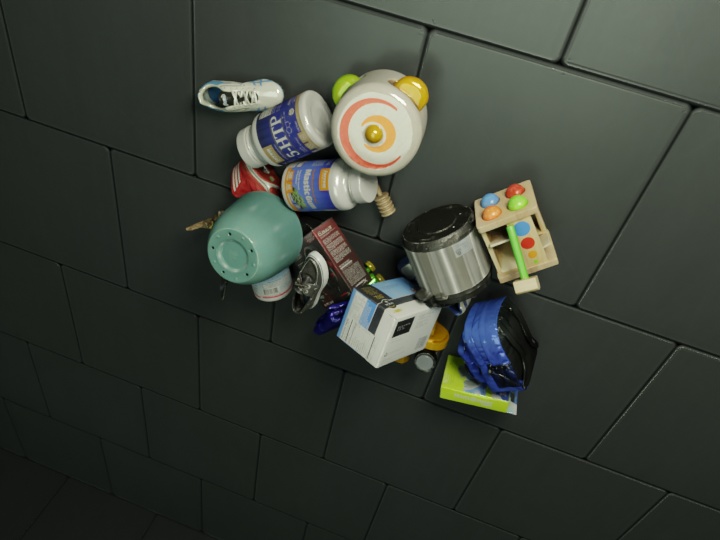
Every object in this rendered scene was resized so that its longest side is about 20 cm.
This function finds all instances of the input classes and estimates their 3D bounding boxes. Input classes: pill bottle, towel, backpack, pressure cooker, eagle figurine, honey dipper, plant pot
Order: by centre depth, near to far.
[{"bbox_3d":[-0.164,-0.294,1.179,0.198,0.120,0.121,-15,119,30],"label":"pill bottle"},{"bbox_3d":[0.195,-0.021,1.208,0.174,0.179,0.202,-14,118,23],"label":"pressure cooker"},{"bbox_3d":[-0.066,-0.188,1.209,0.198,0.112,0.113,2,127,31],"label":"pill bottle"},{"bbox_3d":[0.023,-0.215,1.225,0.038,0.038,0.202,-14,115,29],"label":"honey dipper"},{"bbox_3d":[-0.252,-0.060,1.244,0.198,0.161,0.203,7,115,16],"label":"plant pot"},{"bbox_3d":[0.319,0.176,1.322,0.166,0.163,0.201,-12,122,32],"label":"backpack"},{"bbox_3d":[-0.038,0.106,1.390,0.050,0.146,0.200,66,159,7],"label":"towel"},{"bbox_3d":[-0.243,-0.029,1.416,0.107,0.109,0.202,5,127,17],"label":"pill bottle"},{"bbox_3d":[-0.343,-0.049,1.423,0.202,0.151,0.151,62,160,-8],"label":"eagle figurine"}]

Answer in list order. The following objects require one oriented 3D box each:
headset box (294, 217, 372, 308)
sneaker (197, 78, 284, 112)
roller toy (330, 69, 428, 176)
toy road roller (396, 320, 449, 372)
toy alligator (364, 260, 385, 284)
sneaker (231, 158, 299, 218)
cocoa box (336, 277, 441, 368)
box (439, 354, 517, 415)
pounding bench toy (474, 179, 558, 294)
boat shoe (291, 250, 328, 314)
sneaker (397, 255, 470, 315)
[{"bbox_3d":[-0.084,-0.023,1.335,0.201,0.075,0.148,57,143,-5],"label":"headset box"},{"bbox_3d":[-0.259,-0.374,1.186,0.197,0.073,0.073,4,126,16],"label":"sneaker"},{"bbox_3d":[0.040,-0.288,1.081,0.197,0.140,0.185,1,123,13],"label":"roller toy"},{"bbox_3d":[0.130,0.152,1.410,0.197,0.123,0.148,15,115,9],"label":"toy road roller"},{"bbox_3d":[0.000,0.000,1.387,0.201,0.059,0.054,51,169,-10],"label":"toy alligator"},{"bbox_3d":[-0.236,-0.182,1.334,0.115,0.078,0.202,-19,105,41],"label":"sneaker"},{"bbox_3d":[0.068,0.111,1.249,0.131,0.199,0.135,34,116,30],"label":"cocoa box"},{"bbox_3d":[0.316,0.299,1.442,0.197,0.122,0.048,11,128,13],"label":"box"},{"bbox_3d":[0.312,-0.068,1.104,0.123,0.201,0.157,-20,118,21],"label":"pounding bench toy"},{"bbox_3d":[-0.131,0.037,1.315,0.070,0.066,0.201,42,143,13],"label":"boat shoe"},{"bbox_3d":[0.176,0.034,1.318,0.198,0.089,0.076,26,133,2],"label":"sneaker"}]
